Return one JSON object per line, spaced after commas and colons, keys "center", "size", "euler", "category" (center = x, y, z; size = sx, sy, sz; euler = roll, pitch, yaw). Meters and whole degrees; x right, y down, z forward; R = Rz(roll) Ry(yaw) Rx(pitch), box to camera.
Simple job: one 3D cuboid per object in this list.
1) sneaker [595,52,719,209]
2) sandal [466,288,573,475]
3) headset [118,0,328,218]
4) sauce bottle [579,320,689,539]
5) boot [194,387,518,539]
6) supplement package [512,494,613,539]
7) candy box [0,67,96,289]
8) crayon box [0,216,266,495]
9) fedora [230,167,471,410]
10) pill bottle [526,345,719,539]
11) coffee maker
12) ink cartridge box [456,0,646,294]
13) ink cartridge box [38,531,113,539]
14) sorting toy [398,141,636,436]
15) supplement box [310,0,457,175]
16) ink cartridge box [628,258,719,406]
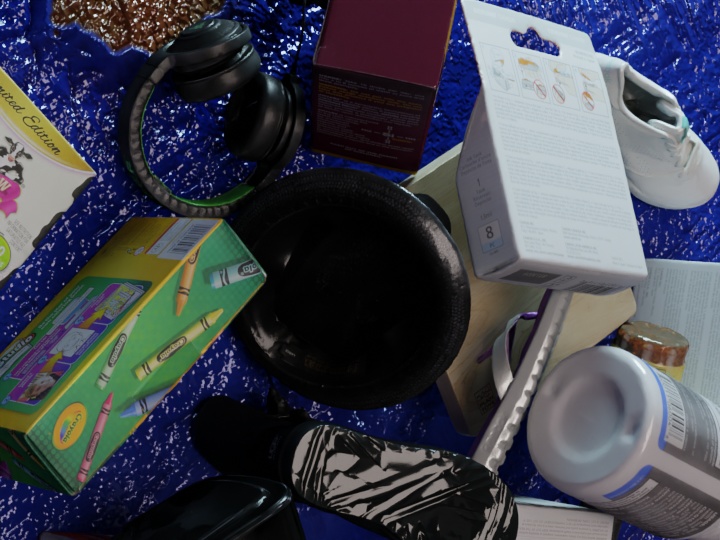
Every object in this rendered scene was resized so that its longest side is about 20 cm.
{"center": [0.248, -0.112, 1.598], "size": [0.200, 0.088, 0.076], "euler": [34, 70, -34], "category": "sneaker"}
{"center": [0.109, 0.076, 1.432], "size": [0.049, 0.083, 0.204], "euler": [23, 65, 8], "category": "sandal"}
{"center": [-0.090, -0.131, 1.363], "size": [0.200, 0.094, 0.124], "euler": [-48, 119, -8], "category": "headset"}
{"center": [0.215, 0.143, 1.572], "size": [0.066, 0.066, 0.202], "euler": [2, 107, -37], "category": "sauce bottle"}
{"center": [-0.005, 0.143, 1.356], "size": [0.199, 0.168, 0.077], "euler": [23, 85, -27], "category": "boot"}
{"center": [0.104, 0.276, 1.481], "size": [0.119, 0.121, 0.202], "euler": [10, 85, -38], "category": "supplement package"}
{"center": [-0.280, -0.036, 1.211], "size": [0.137, 0.061, 0.200], "euler": [49, 64, -28], "category": "candy box"}
{"center": [-0.168, 0.051, 1.265], "size": [0.200, 0.118, 0.058], "euler": [-49, 119, -25], "category": "crayon box"}
{"center": [0.000, 0.000, 1.365], "size": [0.092, 0.199, 0.202], "euler": [-47, 121, -54], "category": "fedora"}
{"center": [0.224, 0.140, 1.461], "size": [0.200, 0.113, 0.115], "euler": [29, 74, -46], "category": "pill bottle"}
{"center": [-0.070, 0.238, 1.255], "size": [0.192, 0.134, 0.201], "euler": [-40, 116, -56], "category": "coffee maker"}
{"center": [0.128, -0.087, 1.402], "size": [0.159, 0.047, 0.202], "euler": [7, 65, -47], "category": "ink cartridge box"}
{"center": [-0.127, 0.263, 1.327], "size": [0.199, 0.083, 0.148], "euler": [10, 85, -37], "category": "ink cartridge box"}
{"center": [0.100, -0.009, 1.499], "size": [0.199, 0.069, 0.200], "euler": [-34, 111, -31], "category": "sorting toy"}
{"center": [0.017, -0.153, 1.340], "size": [0.085, 0.200, 0.111], "euler": [12, 77, 1], "category": "supplement box"}
{"center": [0.307, 0.077, 1.580], "size": [0.047, 0.199, 0.161], "euler": [17, 81, -48], "category": "ink cartridge box"}
